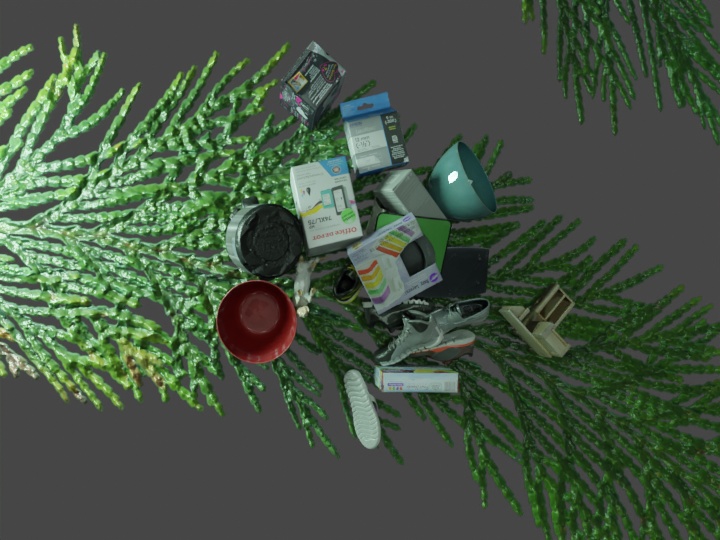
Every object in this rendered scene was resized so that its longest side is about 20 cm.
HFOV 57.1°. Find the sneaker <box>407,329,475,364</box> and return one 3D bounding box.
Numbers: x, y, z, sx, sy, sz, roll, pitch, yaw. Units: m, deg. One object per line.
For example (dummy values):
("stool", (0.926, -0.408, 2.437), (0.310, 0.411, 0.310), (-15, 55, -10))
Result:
("sneaker", (0.208, 0.216, 1.733), (0.193, 0.078, 0.084), (-9, 113, 4))

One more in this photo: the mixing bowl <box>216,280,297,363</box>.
("mixing bowl", (-0.253, 0.116, 1.645), (0.193, 0.108, 0.207), (-1, 100, -4))

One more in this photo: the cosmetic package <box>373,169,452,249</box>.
("cosmetic package", (0.135, -0.155, 1.688), (0.090, 0.106, 0.201), (-45, 113, -19))

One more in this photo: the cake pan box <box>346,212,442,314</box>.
("cake pan box", (0.088, -0.018, 1.635), (0.196, 0.053, 0.188), (-26, 114, 1))

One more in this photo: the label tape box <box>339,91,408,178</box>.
("label tape box", (0.035, -0.362, 1.738), (0.139, 0.066, 0.207), (-14, 91, -8))

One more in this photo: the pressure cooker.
("pressure cooker", (-0.243, -0.077, 1.618), (0.176, 0.199, 0.180), (31, 81, -22))

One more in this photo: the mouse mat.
("mouse mat", (0.124, -0.060, 1.657), (0.193, 0.008, 0.166), (6, 114, -9))

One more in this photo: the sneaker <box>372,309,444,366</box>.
("sneaker", (0.106, 0.158, 1.678), (0.195, 0.076, 0.117), (-23, 122, 8))

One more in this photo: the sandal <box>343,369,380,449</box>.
("sandal", (0.016, 0.354, 1.708), (0.049, 0.081, 0.209), (-13, 87, -51))

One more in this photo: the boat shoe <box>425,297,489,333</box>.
("boat shoe", (0.248, 0.110, 1.733), (0.195, 0.072, 0.072), (-13, 58, -12))

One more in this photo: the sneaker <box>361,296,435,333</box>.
("sneaker", (0.099, 0.116, 1.727), (0.193, 0.066, 0.094), (-1, 90, -4))

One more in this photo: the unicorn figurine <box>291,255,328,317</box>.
("unicorn figurine", (-0.136, 0.020, 1.638), (0.072, 0.138, 0.205), (22, 71, -5))

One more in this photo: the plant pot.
("plant pot", (0.249, -0.210, 1.716), (0.133, 0.199, 0.204), (-28, 92, 27))

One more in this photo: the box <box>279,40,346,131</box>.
("box", (-0.119, -0.455, 1.652), (0.114, 0.200, 0.133), (39, 83, -6))

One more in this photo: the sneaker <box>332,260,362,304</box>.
("sneaker", (0.000, 0.000, 1.688), (0.074, 0.085, 0.203), (34, 93, 12))

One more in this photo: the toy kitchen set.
("toy kitchen set", (0.474, 0.097, 1.710), (0.163, 0.200, 0.181), (44, 83, -4))

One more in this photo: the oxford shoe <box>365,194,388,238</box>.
("oxford shoe", (0.055, -0.125, 1.735), (0.073, 0.058, 0.207), (10, 87, -9))

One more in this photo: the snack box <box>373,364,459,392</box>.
("snack box", (0.139, 0.274, 1.684), (0.193, 0.142, 0.055), (2, 88, -8))

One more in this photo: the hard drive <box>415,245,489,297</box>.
("hard drive", (0.238, 0.000, 1.741), (0.193, 0.042, 0.139), (-3, 109, -10))

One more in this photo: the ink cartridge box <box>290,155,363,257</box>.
("ink cartridge box", (-0.087, -0.156, 1.664), (0.142, 0.146, 0.207), (-13, 85, -8))
